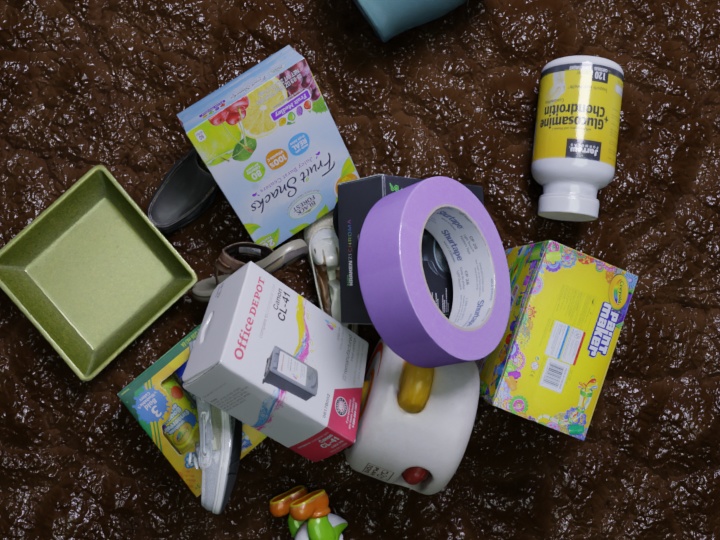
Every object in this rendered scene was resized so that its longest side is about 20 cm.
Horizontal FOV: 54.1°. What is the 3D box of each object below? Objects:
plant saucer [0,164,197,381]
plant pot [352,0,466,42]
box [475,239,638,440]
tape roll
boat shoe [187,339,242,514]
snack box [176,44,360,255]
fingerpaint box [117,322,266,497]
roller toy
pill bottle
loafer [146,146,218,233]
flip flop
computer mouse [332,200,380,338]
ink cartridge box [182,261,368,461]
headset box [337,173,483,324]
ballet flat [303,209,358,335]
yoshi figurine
[{"bbox_3d":[-0.347,0.003,0.931,0.199,0.048,0.200,-42,92,-5],"label":"plant saucer"},{"bbox_3d":[0.063,-0.409,0.913,0.187,0.200,0.202,-37,92,11],"label":"plant pot"},{"bbox_3d":[0.230,0.082,0.904,0.120,0.193,0.204,20,88,-4],"label":"box"},{"bbox_3d":[0.087,0.003,0.787,0.198,0.065,0.205,18,65,-42],"label":"tape roll"},{"bbox_3d":[-0.180,0.187,0.856,0.063,0.074,0.207,0,84,1],"label":"boat shoe"},{"bbox_3d":[-0.107,-0.148,0.894,0.167,0.068,0.202,-33,130,-5],"label":"snack box"},{"bbox_3d":[-0.185,0.159,0.927,0.199,0.073,0.168,-39,92,-4],"label":"fingerpaint box"},{"bbox_3d":[0.057,0.175,0.889,0.137,0.200,0.186,19,100,-4],"label":"roller toy"},{"bbox_3d":[0.290,-0.174,0.955,0.109,0.112,0.205,6,88,-4],"label":"pill bottle"},{"bbox_3d":[-0.211,-0.133,0.932,0.073,0.072,0.201,41,86,-3],"label":"loafer"},{"bbox_3d":[-0.145,-0.010,0.893,0.081,0.198,0.058,-33,98,-47],"label":"flip flop"},{"bbox_3d":[0.000,0.000,0.937,0.033,0.059,0.204,-14,101,9],"label":"computer mouse"},{"bbox_3d":[-0.092,0.110,0.835,0.199,0.085,0.150,37,42,-28],"label":"ink cartridge box"},{"bbox_3d":[0.062,-0.024,0.895,0.197,0.092,0.179,1,87,-41],"label":"headset box"},{"bbox_3d":[-0.033,0.007,0.949,0.066,0.062,0.205,-12,89,-6],"label":"ballet flat"},{"bbox_3d":[-0.067,0.397,0.921,0.110,0.112,0.204,-17,92,11],"label":"yoshi figurine"}]
